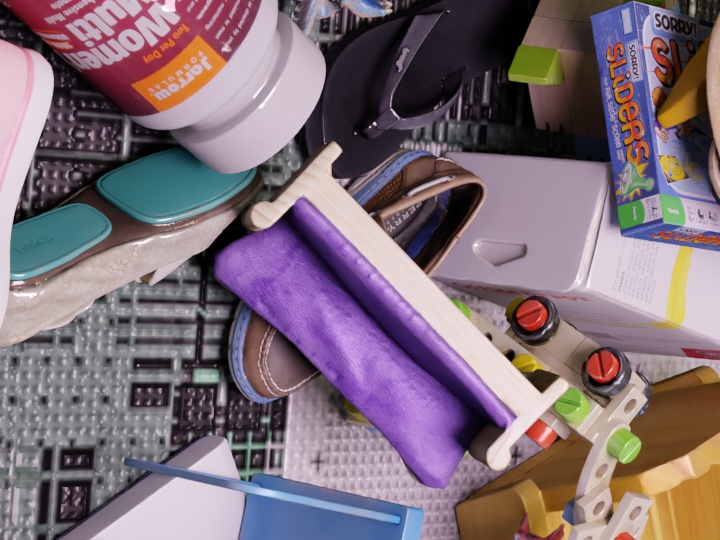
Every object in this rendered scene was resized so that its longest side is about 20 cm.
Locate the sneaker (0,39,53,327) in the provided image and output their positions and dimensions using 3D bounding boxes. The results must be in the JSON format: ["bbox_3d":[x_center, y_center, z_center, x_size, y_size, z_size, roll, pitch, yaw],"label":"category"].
[{"bbox_3d":[-0.228,-0.033,1.374,0.104,0.075,0.201,25,73,-43],"label":"sneaker"}]

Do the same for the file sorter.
[{"bbox_3d":[-0.073,0.210,1.474,0.122,0.138,0.201,14,85,-40],"label":"file sorter"}]

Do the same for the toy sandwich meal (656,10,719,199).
[{"bbox_3d":[0.251,-0.082,1.605,0.205,0.070,0.206,18,64,-41],"label":"toy sandwich meal"}]

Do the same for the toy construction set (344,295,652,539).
[{"bbox_3d":[0.098,0.091,1.607,0.131,0.200,0.092,-51,156,-3],"label":"toy construction set"}]

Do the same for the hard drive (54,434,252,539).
[{"bbox_3d":[-0.099,0.214,1.559,0.132,0.025,0.201,-35,118,-35],"label":"hard drive"}]

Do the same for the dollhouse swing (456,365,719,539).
[{"bbox_3d":[0.197,0.165,1.735,0.200,0.175,0.183,-27,113,-40],"label":"dollhouse swing"}]

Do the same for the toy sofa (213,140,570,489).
[{"bbox_3d":[0.014,0.030,1.517,0.098,0.083,0.200,-44,95,-5],"label":"toy sofa"}]

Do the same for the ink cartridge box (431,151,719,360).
[{"bbox_3d":[0.156,-0.007,1.694,0.199,0.145,0.084,20,80,-44],"label":"ink cartridge box"}]

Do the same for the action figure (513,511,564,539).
[{"bbox_3d":[0.081,0.245,1.650,0.149,0.134,0.201,34,84,-30],"label":"action figure"}]

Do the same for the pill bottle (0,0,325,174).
[{"bbox_3d":[-0.113,-0.145,1.440,0.200,0.109,0.110,43,66,-34],"label":"pill bottle"}]

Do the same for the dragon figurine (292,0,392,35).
[{"bbox_3d":[-0.012,-0.200,1.571,0.200,0.059,0.100,-45,123,-31],"label":"dragon figurine"}]

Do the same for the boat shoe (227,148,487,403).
[{"bbox_3d":[0.000,0.000,1.596,0.200,0.072,0.072,-52,127,-26],"label":"boat shoe"}]

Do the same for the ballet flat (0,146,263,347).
[{"bbox_3d":[-0.138,-0.013,1.483,0.199,0.067,0.063,-23,138,-36],"label":"ballet flat"}]

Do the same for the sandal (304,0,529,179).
[{"bbox_3d":[0.038,-0.125,1.639,0.200,0.043,0.076,-41,121,-33],"label":"sandal"}]

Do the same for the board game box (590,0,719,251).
[{"bbox_3d":[0.219,-0.080,1.644,0.199,0.034,0.136,6,72,-48],"label":"board game box"}]

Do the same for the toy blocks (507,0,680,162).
[{"bbox_3d":[0.155,-0.144,1.717,0.137,0.099,0.201,75,31,-48],"label":"toy blocks"}]
